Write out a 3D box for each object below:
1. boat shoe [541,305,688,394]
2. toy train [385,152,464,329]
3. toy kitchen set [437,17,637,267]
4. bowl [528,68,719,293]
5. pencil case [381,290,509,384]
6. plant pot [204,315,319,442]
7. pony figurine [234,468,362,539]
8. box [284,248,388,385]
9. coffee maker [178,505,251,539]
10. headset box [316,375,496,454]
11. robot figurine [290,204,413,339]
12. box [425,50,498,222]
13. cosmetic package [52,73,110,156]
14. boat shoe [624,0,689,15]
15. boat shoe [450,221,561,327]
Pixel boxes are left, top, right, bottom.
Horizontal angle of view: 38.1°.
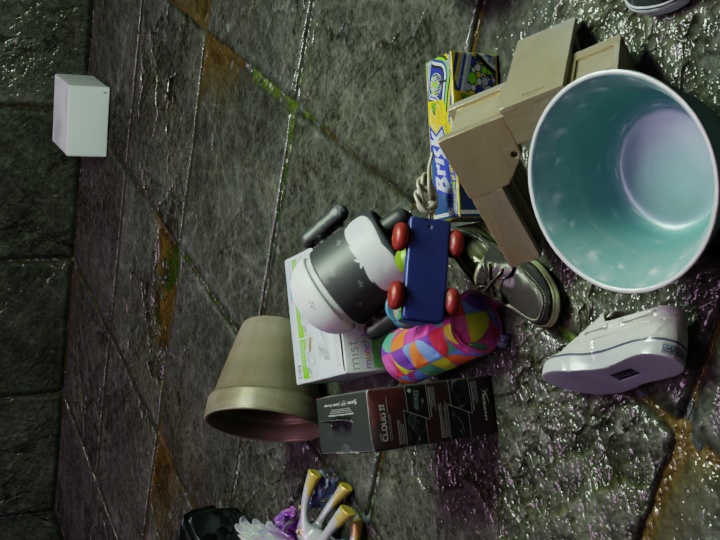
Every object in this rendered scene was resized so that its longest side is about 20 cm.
[{"bbox_3d":[0.259,0.077,1.064,0.200,0.070,0.070,-34,34,62],"label":"boat shoe"},{"bbox_3d":[0.072,-0.030,1.272,0.116,0.084,0.202,132,144,-73],"label":"toy train"},{"bbox_3d":[0.220,-0.148,1.129,0.199,0.181,0.164,-19,30,28],"label":"toy kitchen set"},{"bbox_3d":[0.264,-0.089,0.960,0.200,0.104,0.203,21,118,45],"label":"bowl"},{"bbox_3d":[0.104,0.088,1.334,0.200,0.088,0.089,-31,64,57],"label":"pencil case"},{"bbox_3d":[-0.149,0.177,1.738,0.200,0.198,0.175,-37,42,57],"label":"plant pot"},{"bbox_3d":[-0.083,0.423,1.662,0.193,0.166,0.202,38,110,46],"label":"pony figurine"},{"bbox_3d":[-0.034,0.063,1.576,0.176,0.096,0.202,-24,70,60],"label":"box"},{"bbox_3d":[-0.313,0.577,2.039,0.134,0.192,0.201,34,129,24],"label":"coffee maker"},{"bbox_3d":[0.047,0.184,1.318,0.149,0.198,0.078,-22,73,61],"label":"headset box"},{"bbox_3d":[0.000,-0.001,1.417,0.199,0.125,0.151,-37,43,9],"label":"robot figurine"},{"bbox_3d":[0.128,-0.162,1.281,0.064,0.069,0.202,-9,83,64],"label":"box"},{"bbox_3d":[-0.806,-0.447,2.999,0.200,0.122,0.201,33,121,56],"label":"cosmetic package"},{"bbox_3d":[0.298,-0.294,0.951,0.199,0.067,0.074,-16,77,62],"label":"boat shoe"},{"bbox_3d":[0.162,0.006,1.232,0.200,0.064,0.074,46,132,53],"label":"boat shoe"}]
